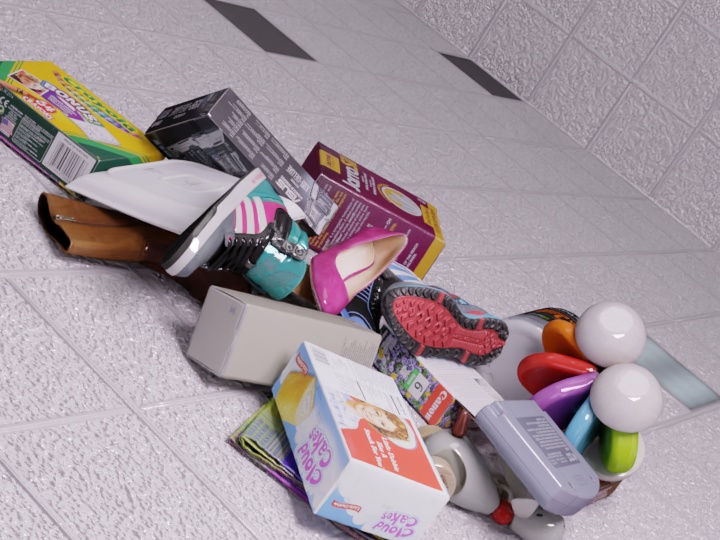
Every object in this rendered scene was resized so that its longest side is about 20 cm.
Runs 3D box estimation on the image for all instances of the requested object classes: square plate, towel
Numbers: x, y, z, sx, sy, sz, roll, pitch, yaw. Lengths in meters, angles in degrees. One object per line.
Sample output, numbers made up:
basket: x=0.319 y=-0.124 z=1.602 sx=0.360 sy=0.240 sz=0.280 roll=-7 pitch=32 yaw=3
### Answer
square plate: x=-0.191 y=-0.085 z=1.679 sx=0.197 sy=0.029 sz=0.199 roll=21 pitch=20 yaw=28
towel: x=-0.024 y=0.196 z=1.470 sx=0.199 sy=0.023 sz=0.144 roll=36 pitch=19 yaw=5

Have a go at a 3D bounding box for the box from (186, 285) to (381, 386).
box: x=-0.076 y=0.078 z=1.564 sx=0.199 sy=0.083 sz=0.068 roll=17 pitch=5 yaw=-44

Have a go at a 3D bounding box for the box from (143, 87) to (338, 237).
box: x=-0.141 y=-0.118 z=1.786 sx=0.200 sy=0.050 sz=0.157 roll=48 pitch=-28 yaw=-24

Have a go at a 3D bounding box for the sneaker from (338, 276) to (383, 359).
sneaker: x=-0.001 y=0.041 z=1.781 sx=0.077 sy=0.071 sz=0.200 roll=-14 pitch=34 yaw=-11

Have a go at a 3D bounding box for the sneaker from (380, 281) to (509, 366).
sneaker: x=0.082 y=0.057 z=1.785 sx=0.199 sy=0.080 sz=0.095 roll=25 pitch=6 yaw=-44

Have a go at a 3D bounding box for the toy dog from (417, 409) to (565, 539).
toy dog: x=0.137 y=0.211 z=1.587 sx=0.199 sy=0.097 sz=0.132 roll=21 pitch=23 yaw=-34

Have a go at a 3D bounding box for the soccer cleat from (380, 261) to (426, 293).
soccer cleat: x=0.075 y=0.040 z=1.951 sx=0.199 sy=0.070 sz=0.086 roll=38 pitch=19 yaw=13

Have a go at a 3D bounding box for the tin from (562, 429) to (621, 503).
tin: x=0.254 y=0.233 z=1.823 sx=0.112 sy=0.042 sz=0.199 roll=38 pitch=19 yaw=24

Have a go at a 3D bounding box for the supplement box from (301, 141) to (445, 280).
supplement box: x=0.003 y=-0.068 z=2.047 sx=0.199 sy=0.104 sz=0.131 roll=28 pitch=21 yaw=-16

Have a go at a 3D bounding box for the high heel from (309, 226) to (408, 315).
high heel: x=0.000 y=0.000 z=1.719 sx=0.200 sy=0.095 sz=0.068 roll=-59 pitch=135 yaw=-74

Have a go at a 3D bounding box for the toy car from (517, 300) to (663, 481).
toy car: x=0.258 y=0.143 z=1.751 sx=0.148 sy=0.176 sz=0.202 roll=-4 pitch=56 yaw=-6

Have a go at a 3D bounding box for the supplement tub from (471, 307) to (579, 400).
supplement tub: x=0.231 y=0.112 z=1.948 sx=0.122 sy=0.123 sz=0.200 roll=39 pitch=19 yaw=18

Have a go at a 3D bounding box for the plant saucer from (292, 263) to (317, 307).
plant saucer: x=-0.115 y=-0.024 z=1.749 sx=0.199 sy=0.036 sz=0.200 roll=35 pitch=-1 yaw=1

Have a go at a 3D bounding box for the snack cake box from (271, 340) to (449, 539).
snack cake box: x=-0.004 y=0.163 z=1.448 sx=0.114 sy=0.067 sz=0.200 roll=25 pitch=20 yaw=-27

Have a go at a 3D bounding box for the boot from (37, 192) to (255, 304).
boot: x=-0.225 y=-0.019 z=1.602 sx=0.199 sy=0.069 sz=0.189 roll=14 pitch=27 yaw=-44

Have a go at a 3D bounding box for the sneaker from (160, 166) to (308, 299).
sneaker: x=-0.117 y=-0.016 z=1.537 sx=0.121 sy=0.083 sz=0.200 roll=48 pitch=34 yaw=-6

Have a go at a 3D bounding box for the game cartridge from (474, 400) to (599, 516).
game cartridge: x=0.193 y=0.197 z=1.594 sx=0.133 sy=0.040 sz=0.200 roll=48 pitch=11 yaw=17

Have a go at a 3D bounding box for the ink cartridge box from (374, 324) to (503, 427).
ink cartridge box: x=0.105 y=0.145 z=1.773 sx=0.200 sy=0.051 sz=0.108 roll=46 pitch=22 yaw=30

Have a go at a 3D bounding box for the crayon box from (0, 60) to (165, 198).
crayon box: x=-0.350 y=-0.171 z=1.783 sx=0.199 sy=0.059 sz=0.172 roll=38 pitch=19 yaw=11
